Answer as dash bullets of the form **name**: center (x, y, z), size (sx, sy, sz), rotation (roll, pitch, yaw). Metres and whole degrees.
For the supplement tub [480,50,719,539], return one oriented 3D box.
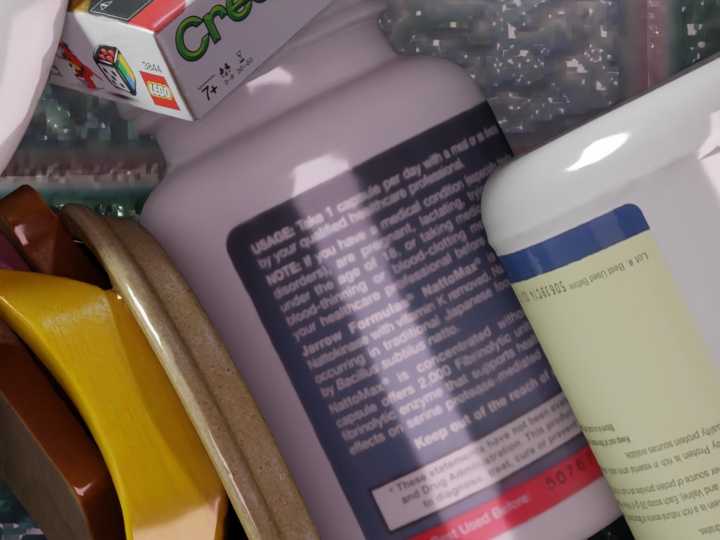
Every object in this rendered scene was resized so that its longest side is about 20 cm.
- **supplement tub**: center (0.136, 0.033, 0.751), size (0.144, 0.145, 0.201), rotation (-26, 92, 0)

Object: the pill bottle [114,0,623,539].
- **pill bottle**: center (0.000, 0.000, 0.824), size (0.119, 0.120, 0.201), rotation (-26, 92, 0)

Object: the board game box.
- **board game box**: center (-0.026, -0.125, 0.784), size (0.200, 0.126, 0.035), rotation (-44, 128, -26)

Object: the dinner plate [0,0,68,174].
- **dinner plate**: center (-0.166, -0.084, 0.761), size (0.199, 0.024, 0.202), rotation (-8, 74, 31)

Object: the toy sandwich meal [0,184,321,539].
- **toy sandwich meal**: center (-0.068, 0.066, 0.787), size (0.070, 0.205, 0.206), rotation (-26, 92, -11)
